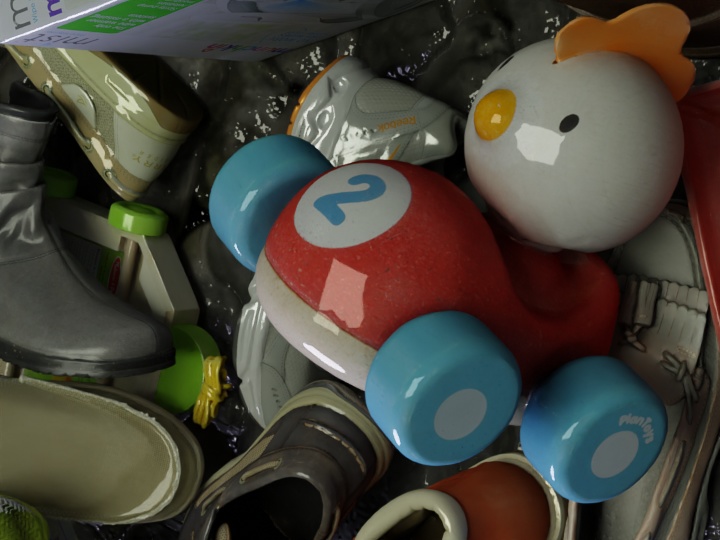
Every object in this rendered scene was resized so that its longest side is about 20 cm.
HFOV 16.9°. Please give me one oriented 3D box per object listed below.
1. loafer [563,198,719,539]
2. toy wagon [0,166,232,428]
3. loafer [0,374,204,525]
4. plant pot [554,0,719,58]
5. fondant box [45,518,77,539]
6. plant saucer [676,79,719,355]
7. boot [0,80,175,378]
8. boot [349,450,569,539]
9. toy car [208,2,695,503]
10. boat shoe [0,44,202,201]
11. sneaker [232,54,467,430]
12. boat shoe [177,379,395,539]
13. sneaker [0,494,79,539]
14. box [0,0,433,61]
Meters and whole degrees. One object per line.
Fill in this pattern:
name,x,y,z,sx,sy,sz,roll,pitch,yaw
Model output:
loafer,0.130,0.067,1.116,0.072,0.063,0.200,9,97,34
toy wagon,-0.142,0.036,1.325,0.200,0.040,0.155,21,104,33
loafer,-0.180,0.088,1.235,0.200,0.068,0.076,13,100,1
plant pot,0.104,-0.194,1.042,0.200,0.198,0.200,2,94,36
fondant box,-0.224,0.180,1.329,0.144,0.058,0.200,-20,97,21
plant saucer,0.246,-0.005,1.047,0.200,0.037,0.200,-15,83,36
boot,-0.174,-0.026,1.273,0.200,0.070,0.132,19,107,32
boot,0.006,0.157,1.184,0.200,0.107,0.075,-44,71,31
toy car,0.066,-0.038,1.044,0.200,0.177,0.184,-60,42,15
boat shoe,-0.171,-0.122,1.321,0.201,0.073,0.063,42,110,19
sneaker,0.000,0.000,1.204,0.092,0.076,0.200,20,110,20
boat shoe,-0.056,0.133,1.217,0.074,0.073,0.200,36,132,5
sneaker,-0.159,0.181,1.254,0.105,0.076,0.200,-1,135,50
box,-0.053,-0.170,1.155,0.176,0.200,0.097,-16,83,34
